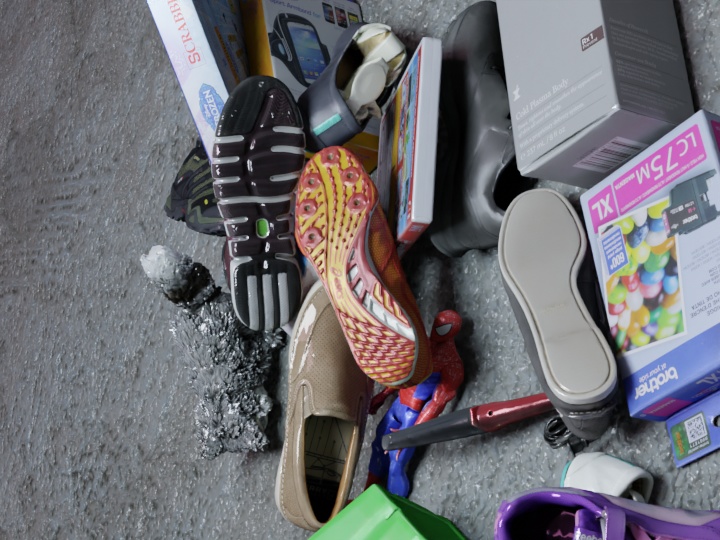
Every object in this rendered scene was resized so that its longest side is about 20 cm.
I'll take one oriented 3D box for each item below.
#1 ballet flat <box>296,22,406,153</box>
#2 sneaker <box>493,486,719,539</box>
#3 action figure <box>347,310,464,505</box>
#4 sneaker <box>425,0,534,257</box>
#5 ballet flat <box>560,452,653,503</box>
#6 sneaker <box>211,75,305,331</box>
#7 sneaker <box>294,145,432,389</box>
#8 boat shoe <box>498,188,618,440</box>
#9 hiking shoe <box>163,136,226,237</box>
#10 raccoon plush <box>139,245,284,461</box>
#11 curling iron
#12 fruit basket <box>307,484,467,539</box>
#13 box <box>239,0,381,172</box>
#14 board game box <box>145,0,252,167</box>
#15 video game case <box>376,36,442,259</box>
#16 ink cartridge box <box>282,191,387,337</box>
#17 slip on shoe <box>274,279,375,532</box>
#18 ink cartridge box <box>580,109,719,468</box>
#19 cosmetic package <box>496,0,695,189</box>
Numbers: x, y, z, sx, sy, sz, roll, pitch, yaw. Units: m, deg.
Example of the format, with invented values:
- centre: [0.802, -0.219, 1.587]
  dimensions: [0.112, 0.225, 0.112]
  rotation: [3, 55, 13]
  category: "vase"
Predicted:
- centre: [0.004, -0.166, 1.148]
  dimensions: [0.073, 0.073, 0.201]
  rotation: [-44, 10, 39]
  category: "ballet flat"
- centre: [0.163, 0.169, 0.803]
  dimensions: [0.198, 0.088, 0.081]
  rotation: [4, 69, 27]
  category: "sneaker"
- centre: [0.034, 0.121, 1.088]
  dimensions: [0.202, 0.051, 0.065]
  rotation: [-65, 32, 15]
  category: "action figure"
- centre: [0.106, -0.111, 1.048]
  dimensions: [0.090, 0.076, 0.203]
  rotation: [-2, 83, 43]
  category: "sneaker"
- centre: [0.157, 0.218, 0.871]
  dimensions: [0.069, 0.069, 0.202]
  rotation: [-11, 69, 53]
  category: "ballet flat"
- centre: [-0.092, -0.055, 1.111]
  dimensions: [0.115, 0.075, 0.203]
  rotation: [-170, 81, -75]
  category: "sneaker"
- centre: [0.000, 0.000, 1.051]
  dimensions: [0.072, 0.077, 0.202]
  rotation: [-19, 75, 11]
  category: "sneaker"
- centre: [0.137, 0.029, 0.944]
  dimensions: [0.057, 0.066, 0.201]
  rotation: [76, -176, -46]
  category: "boat shoe"
- centre: [-0.143, -0.089, 1.377]
  dimensions: [0.199, 0.075, 0.102]
  rotation: [20, 99, 56]
  category: "hiking shoe"
- centre: [-0.151, 0.087, 1.247]
  dimensions: [0.096, 0.199, 0.135]
  rotation: [-22, 47, 34]
  category: "raccoon plush"
- centre: [0.092, 0.113, 0.982]
  dimensions: [0.199, 0.026, 0.050]
  rotation: [-11, 41, 39]
  category: "curling iron"
- centre: [0.013, 0.283, 0.966]
  dimensions: [0.215, 0.155, 0.218]
  rotation: [-27, 48, 34]
  category: "fruit basket"
- centre: [-0.046, -0.190, 1.233]
  dimensions: [0.041, 0.118, 0.202]
  rotation: [-41, 48, 40]
  category: "box"
- centre: [-0.119, -0.183, 1.220]
  dimensions: [0.041, 0.200, 0.202]
  rotation: [-17, 103, 13]
  category: "board game box"
- centre: [0.035, -0.085, 1.095]
  dimensions: [0.200, 0.017, 0.145]
  rotation: [125, 150, -76]
  category: "video game case"
- centre: [-0.044, -0.015, 1.187]
  dimensions: [0.200, 0.066, 0.117]
  rotation: [-144, 62, -69]
  category: "ink cartridge box"
- centre: [-0.025, 0.105, 1.068]
  dimensions: [0.061, 0.075, 0.202]
  rotation: [-175, 98, -73]
  category: "slip on shoe"
- centre: [0.212, 0.012, 0.874]
  dimensions: [0.119, 0.042, 0.202]
  rotation: [-38, 52, 43]
  category: "ink cartridge box"
- centre: [0.161, -0.171, 0.962]
  dimensions: [0.107, 0.089, 0.202]
  rotation: [-35, 55, 48]
  category: "cosmetic package"
